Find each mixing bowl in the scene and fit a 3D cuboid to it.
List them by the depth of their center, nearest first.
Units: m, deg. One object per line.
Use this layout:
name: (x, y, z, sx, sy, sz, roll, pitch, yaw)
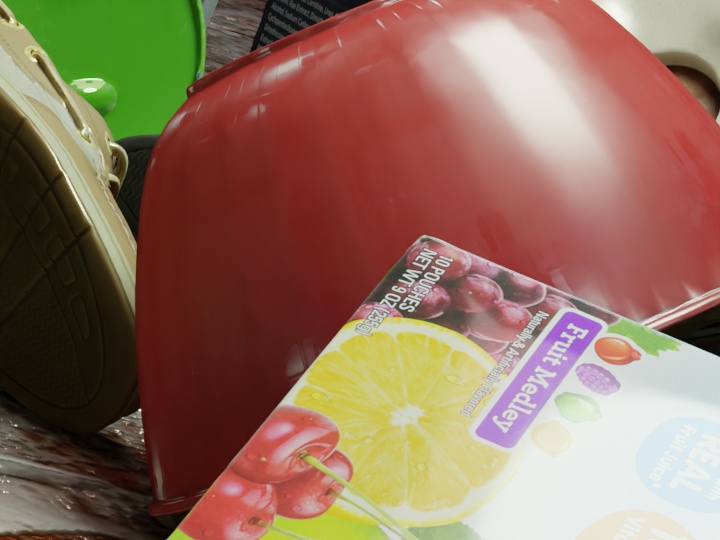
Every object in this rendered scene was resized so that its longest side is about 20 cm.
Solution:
mixing bowl: (0.015, -0.018, 0.827, 0.199, 0.109, 0.200, -21, 0, 0)

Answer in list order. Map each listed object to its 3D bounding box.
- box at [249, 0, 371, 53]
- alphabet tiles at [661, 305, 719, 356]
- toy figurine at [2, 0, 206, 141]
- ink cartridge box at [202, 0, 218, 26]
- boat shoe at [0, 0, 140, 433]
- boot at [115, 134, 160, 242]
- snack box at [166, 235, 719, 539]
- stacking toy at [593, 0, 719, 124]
box: (0.059, -0.071, 1.295, 0.196, 0.201, 0.117, 14, 10, -27)
alphabet tiles: (0.176, 0.011, 1.181, 0.166, 0.006, 0.200, -9, -19, -28)
toy figurine: (-0.189, -0.089, 1.227, 0.199, 0.151, 0.184, -12, 8, -24)
ink cartridge box: (-0.137, -0.134, 1.374, 0.057, 0.163, 0.200, 18, 8, -41)
boat shoe: (-0.109, -0.035, 0.934, 0.066, 0.074, 0.200, -1, 50, -50)
boot: (0.000, 0.000, 1.150, 0.199, 0.074, 0.151, 16, 5, 10)
snack box: (0.067, 0.082, 0.638, 0.199, 0.053, 0.142, 23, 44, 17)
stacking toy: (0.143, -0.020, 1.215, 0.146, 0.146, 0.200, 25, -19, 31)
